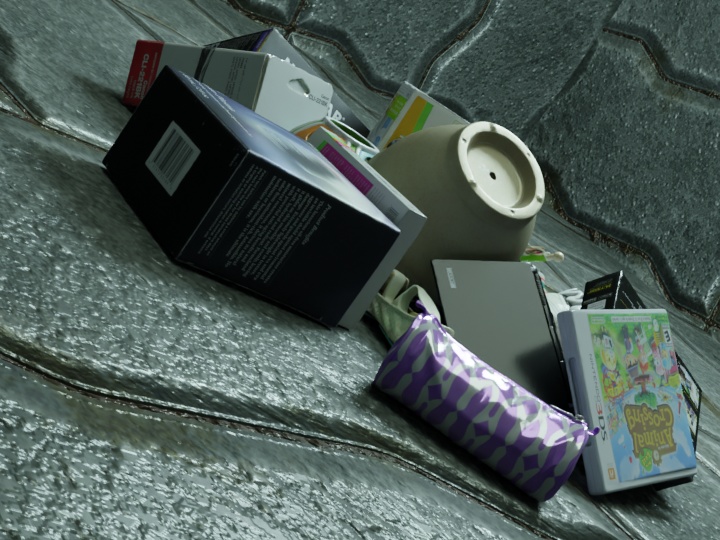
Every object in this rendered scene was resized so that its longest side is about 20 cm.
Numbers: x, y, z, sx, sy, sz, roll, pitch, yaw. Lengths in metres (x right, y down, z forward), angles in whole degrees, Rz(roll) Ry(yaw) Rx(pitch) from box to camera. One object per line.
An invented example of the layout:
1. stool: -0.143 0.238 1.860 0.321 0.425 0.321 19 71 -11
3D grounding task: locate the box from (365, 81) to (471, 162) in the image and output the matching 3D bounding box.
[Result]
1. box: 0.050 -0.126 1.749 0.101 0.200 0.112 32 8 -12

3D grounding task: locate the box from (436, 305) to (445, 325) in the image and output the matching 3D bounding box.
1. box: 0.151 0.043 1.583 0.137 0.040 0.200 18 32 -29

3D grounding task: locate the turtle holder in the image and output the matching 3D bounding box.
1. turtle holder: -0.031 -0.095 1.572 0.185 0.132 0.141 26 13 -36

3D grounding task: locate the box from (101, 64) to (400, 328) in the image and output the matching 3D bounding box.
1. box: -0.103 -0.071 1.285 0.198 0.123 0.200 27 13 -41

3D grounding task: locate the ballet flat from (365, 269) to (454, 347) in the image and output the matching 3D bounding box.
1. ballet flat: 0.037 0.034 1.402 0.067 0.062 0.200 26 14 -39

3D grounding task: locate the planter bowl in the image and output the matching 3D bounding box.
1. planter bowl: 0.113 -0.077 1.485 0.200 0.135 0.200 19 54 -28

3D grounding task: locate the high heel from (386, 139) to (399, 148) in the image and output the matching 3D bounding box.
1. high heel: 0.110 -0.072 1.636 0.200 0.071 0.143 35 17 -15

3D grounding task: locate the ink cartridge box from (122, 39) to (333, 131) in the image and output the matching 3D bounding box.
1. ink cartridge box: -0.156 -0.208 1.626 0.200 0.084 0.144 11 -3 33

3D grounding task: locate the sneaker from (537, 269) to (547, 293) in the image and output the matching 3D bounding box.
1. sneaker: 0.172 0.047 1.726 0.200 0.070 0.093 3 61 -43

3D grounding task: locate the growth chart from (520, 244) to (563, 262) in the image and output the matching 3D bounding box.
1. growth chart: 0.129 -0.040 1.668 0.200 0.018 0.145 18 -14 -35

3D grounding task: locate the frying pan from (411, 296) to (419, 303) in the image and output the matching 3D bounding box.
1. frying pan: 0.012 0.005 1.507 0.190 0.031 0.115 11 10 -44

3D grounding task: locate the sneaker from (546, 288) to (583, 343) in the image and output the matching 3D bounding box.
1. sneaker: 0.241 0.085 1.625 0.081 0.075 0.200 7 24 -13

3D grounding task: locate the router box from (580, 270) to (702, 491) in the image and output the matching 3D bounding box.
1. router box: 0.309 0.122 1.521 0.200 0.051 0.149 52 35 -24

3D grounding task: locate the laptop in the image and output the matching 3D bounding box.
1. laptop: 0.159 0.092 1.433 0.200 0.103 0.177 59 17 -61

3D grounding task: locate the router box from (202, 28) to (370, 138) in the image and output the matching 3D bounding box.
1. router box: -0.107 -0.218 1.779 0.157 0.052 0.200 -3 -39 49

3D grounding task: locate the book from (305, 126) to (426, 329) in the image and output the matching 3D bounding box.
1. book: -0.027 -0.049 1.378 0.048 0.134 0.200 26 14 -39

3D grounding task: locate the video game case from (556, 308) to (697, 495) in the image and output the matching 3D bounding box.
1. video game case: 0.278 0.130 1.410 0.200 0.022 0.182 2 76 -50

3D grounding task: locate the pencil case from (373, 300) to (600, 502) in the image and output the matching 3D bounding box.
1. pencil case: 0.108 0.118 1.193 0.200 0.086 0.084 34 9 1
